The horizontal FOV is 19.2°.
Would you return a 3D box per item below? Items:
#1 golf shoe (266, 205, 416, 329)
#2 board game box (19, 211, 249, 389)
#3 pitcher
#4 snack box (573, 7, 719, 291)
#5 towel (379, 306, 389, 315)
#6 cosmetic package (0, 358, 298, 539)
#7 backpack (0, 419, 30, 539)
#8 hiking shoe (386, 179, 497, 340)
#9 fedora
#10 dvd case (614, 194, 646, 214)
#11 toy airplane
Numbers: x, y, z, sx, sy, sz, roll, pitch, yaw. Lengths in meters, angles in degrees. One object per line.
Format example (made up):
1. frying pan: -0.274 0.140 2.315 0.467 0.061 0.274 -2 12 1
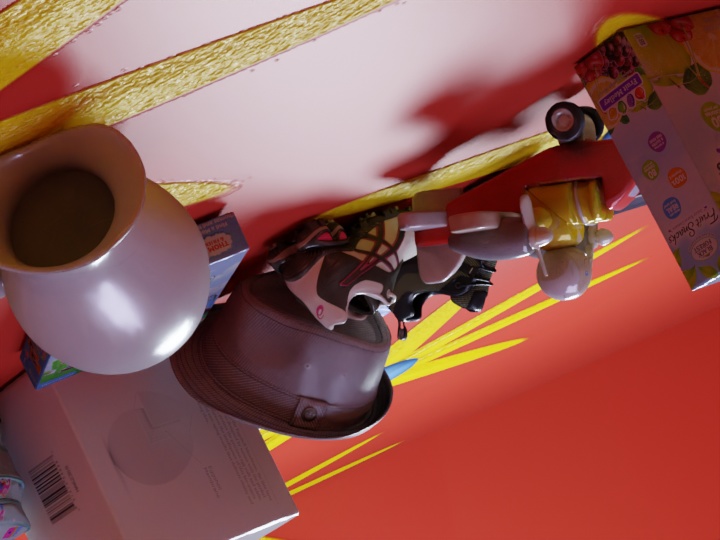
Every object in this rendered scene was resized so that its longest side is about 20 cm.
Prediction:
1. golf shoe: 0.000 0.000 1.798 0.077 0.088 0.200 -35 169 34
2. board game box: -0.176 0.025 1.620 0.151 0.037 0.200 -22 169 -20
3. pitcher: -0.184 -0.007 1.257 0.171 0.121 0.200 -7 161 8
4. snack box: 0.283 -0.101 1.661 0.169 0.200 0.068 -18 168 -42
5. towel: 0.037 0.023 2.200 0.200 0.024 0.145 -31 168 27
6. cosmetic package: -0.193 0.168 1.840 0.200 0.200 0.123 -15 165 -48
7. backpack: -0.369 0.199 1.772 0.200 0.127 0.167 -34 164 26
8. hiking shoe: 0.104 -0.015 1.937 0.200 0.101 0.076 -29 170 18
9. fedora: -0.054 0.058 1.800 0.200 0.177 0.090 18 121 -13
10. dvd case: 0.316 -0.098 2.307 0.200 0.016 0.149 -16 165 -44
11. toy airplane: 0.134 -0.035 1.752 0.200 0.141 0.199 -22 170 -26
